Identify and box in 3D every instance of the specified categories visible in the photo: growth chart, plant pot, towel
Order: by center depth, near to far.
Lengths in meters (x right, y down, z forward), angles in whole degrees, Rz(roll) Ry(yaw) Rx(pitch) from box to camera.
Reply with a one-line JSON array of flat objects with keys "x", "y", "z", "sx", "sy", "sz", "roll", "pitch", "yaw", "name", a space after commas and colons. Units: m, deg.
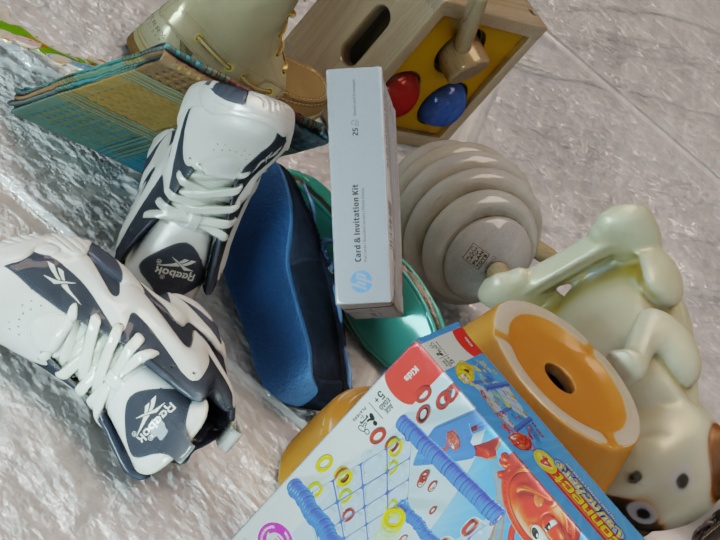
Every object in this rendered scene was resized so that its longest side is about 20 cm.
[{"x": 0.078, "y": 0.126, "z": 1.473, "sx": 0.200, "sy": 0.183, "sz": 0.201, "roll": 33, "pitch": 27, "yaw": -20, "name": "plant pot"}, {"x": -0.132, "y": -0.105, "z": 1.542, "sx": 0.146, "sy": 0.199, "sz": 0.022, "roll": 25, "pitch": 69, "yaw": -33, "name": "towel"}, {"x": -0.191, "y": -0.146, "z": 1.607, "sx": 0.199, "sy": 0.018, "sz": 0.145, "roll": 23, "pitch": 6, "yaw": -7, "name": "growth chart"}]

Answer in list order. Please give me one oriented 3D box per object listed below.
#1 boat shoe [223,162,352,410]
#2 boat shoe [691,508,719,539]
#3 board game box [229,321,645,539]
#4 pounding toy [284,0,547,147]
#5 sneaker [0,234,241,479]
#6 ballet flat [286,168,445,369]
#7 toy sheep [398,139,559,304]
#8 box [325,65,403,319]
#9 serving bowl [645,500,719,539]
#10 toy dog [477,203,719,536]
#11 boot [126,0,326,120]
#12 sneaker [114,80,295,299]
[{"x": -0.052, "y": 0.017, "z": 1.598, "sx": 0.068, "sy": 0.084, "sz": 0.201, "roll": 27, "pitch": 46, "yaw": -44, "name": "boat shoe"}, {"x": 0.271, "y": 0.200, "z": 1.633, "sx": 0.057, "sy": 0.067, "sz": 0.199, "roll": 38, "pitch": 16, "yaw": 29, "name": "boat shoe"}, {"x": 0.048, "y": 0.172, "z": 1.343, "sx": 0.196, "sy": 0.200, "sz": 0.056, "roll": 48, "pitch": 27, "yaw": 13, "name": "board game box"}, {"x": 0.060, "y": -0.200, "z": 1.922, "sx": 0.183, "sy": 0.200, "sz": 0.143, "roll": 5, "pitch": 44, "yaw": -51, "name": "pounding toy"}, {"x": -0.147, "y": 0.059, "z": 1.353, "sx": 0.199, "sy": 0.080, "sz": 0.130, "roll": 32, "pitch": 18, "yaw": -44, "name": "sneaker"}, {"x": 0.000, "y": 0.000, "z": 1.695, "sx": 0.200, "sy": 0.067, "sz": 0.070, "roll": 47, "pitch": 12, "yaw": 4, "name": "ballet flat"}, {"x": 0.086, "y": -0.033, "z": 1.791, "sx": 0.137, "sy": 0.138, "sz": 0.200, "roll": 25, "pitch": 13, "yaw": -32, "name": "toy sheep"}, {"x": 0.005, "y": -0.049, "z": 1.560, "sx": 0.200, "sy": 0.041, "sz": 0.157, "roll": 36, "pitch": 52, "yaw": -84, "name": "box"}, {"x": 0.232, "y": 0.230, "z": 1.670, "sx": 0.199, "sy": 0.066, "sz": 0.201, "roll": 33, "pitch": 27, "yaw": -19, "name": "serving bowl"}, {"x": 0.188, "y": 0.090, "z": 1.599, "sx": 0.194, "sy": 0.139, "sz": 0.201, "roll": 46, "pitch": 24, "yaw": -55, "name": "toy dog"}, {"x": -0.067, "y": -0.199, "z": 1.788, "sx": 0.199, "sy": 0.156, "sz": 0.073, "roll": 17, "pitch": 35, "yaw": -42, "name": "boot"}, {"x": -0.106, "y": -0.039, "z": 1.474, "sx": 0.079, "sy": 0.199, "sz": 0.131, "roll": 19, "pitch": 72, "yaw": -22, "name": "sneaker"}]
